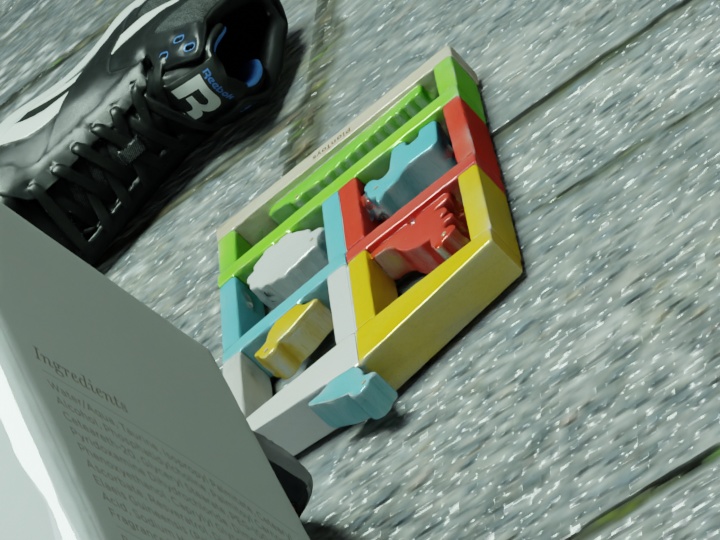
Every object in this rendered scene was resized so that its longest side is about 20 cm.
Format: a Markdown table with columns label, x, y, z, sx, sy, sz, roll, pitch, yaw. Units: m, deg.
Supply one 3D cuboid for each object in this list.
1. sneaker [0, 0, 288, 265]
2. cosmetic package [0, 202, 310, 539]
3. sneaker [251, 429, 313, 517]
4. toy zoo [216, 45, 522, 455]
| label | x | y | z | sx | sy | sz | roll | pitch | yaw |
| --- | --- | --- | --- | --- | --- | --- | --- | --- | --- |
| sneaker | -0.107 | -0.064 | 1.303 | 0.112 | 0.073 | 0.200 | -12 | 39 | 54 |
| cosmetic package | -0.116 | 0.107 | 0.856 | 0.167 | 0.166 | 0.200 | -40 | 49 | 11 |
| sneaker | -0.095 | 0.120 | 1.011 | 0.200 | 0.077 | 0.112 | -25 | 37 | 52 |
| toy zoo | 0.000 | 0.000 | 1.094 | 0.131 | 0.020 | 0.200 | -38 | 25 | 15 |
